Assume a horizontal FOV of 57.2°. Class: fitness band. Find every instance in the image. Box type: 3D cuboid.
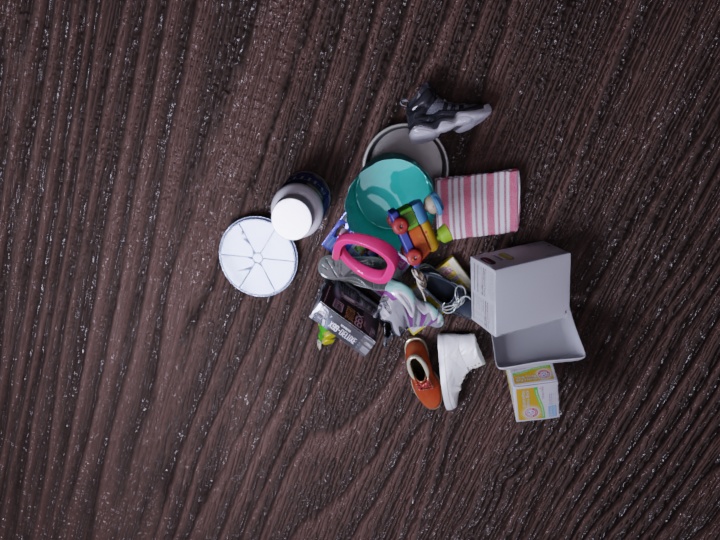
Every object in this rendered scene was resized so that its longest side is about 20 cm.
[{"bbox_3d":[0.011,-0.030,1.410,0.141,0.200,0.038,24,71,1],"label":"fitness band"}]

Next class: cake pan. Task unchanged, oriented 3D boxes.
[{"bbox_3d":[0.102,-0.232,1.495,0.194,0.037,0.206,2,110,4],"label":"cake pan"}]

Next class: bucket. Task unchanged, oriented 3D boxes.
[{"bbox_3d":[0.068,-0.153,1.434,0.201,0.135,0.213,2,111,5],"label":"bucket"}]

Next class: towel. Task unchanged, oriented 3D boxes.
[{"bbox_3d":[0.265,-0.150,1.499,0.194,0.030,0.150,-7,114,-1],"label":"towel"}]

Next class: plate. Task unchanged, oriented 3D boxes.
[{"bbox_3d":[0.400,0.153,1.525,0.195,0.202,0.033,-9,126,8],"label":"plate"}]

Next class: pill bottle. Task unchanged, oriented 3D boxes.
[{"bbox_3d":[-0.135,-0.141,1.464,0.116,0.201,0.123,2,111,4],"label":"pill bottle"}]

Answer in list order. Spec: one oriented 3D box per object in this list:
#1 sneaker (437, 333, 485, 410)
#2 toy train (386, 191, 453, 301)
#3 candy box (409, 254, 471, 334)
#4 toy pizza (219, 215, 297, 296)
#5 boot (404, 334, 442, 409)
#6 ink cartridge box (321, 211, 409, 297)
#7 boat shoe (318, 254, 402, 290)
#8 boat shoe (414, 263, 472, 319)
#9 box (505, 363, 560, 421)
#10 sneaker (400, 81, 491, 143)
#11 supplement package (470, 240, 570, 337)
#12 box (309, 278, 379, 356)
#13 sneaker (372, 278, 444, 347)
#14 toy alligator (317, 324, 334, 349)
[{"bbox_3d":[0.254,0.252,1.635,0.112,0.074,0.205,-4,108,10],"label":"sneaker"},{"bbox_3d":[0.141,-0.052,1.355,0.114,0.085,0.203,-26,107,1],"label":"toy train"},{"bbox_3d":[0.175,0.061,1.599,0.198,0.026,0.103,-37,102,16],"label":"candy box"},{"bbox_3d":[-0.246,-0.035,1.603,0.194,0.032,0.205,2,110,6],"label":"toy pizza"},{"bbox_3d":[0.154,0.273,1.636,0.073,0.108,0.204,-18,109,10],"label":"boot"},{"bbox_3d":[0.014,-0.040,1.573,0.199,0.042,0.120,38,108,-7],"label":"ink cartridge box"},{"bbox_3d":[-0.001,0.002,1.542,0.196,0.065,0.077,6,93,-4],"label":"boat shoe"},{"bbox_3d":[0.210,0.057,1.548,0.199,0.062,0.075,40,105,-13],"label":"boat shoe"},{"bbox_3d":[0.394,0.238,1.540,0.099,0.202,0.115,-8,121,8],"label":"box"},{"bbox_3d":[0.182,-0.354,1.422,0.196,0.076,0.116,-19,82,-11],"label":"sneaker"},{"bbox_3d":[0.360,0.037,1.491,0.195,0.111,0.160,-12,111,-18],"label":"supplement package"},{"bbox_3d":[-0.029,0.093,1.537,0.156,0.201,0.050,36,112,-8],"label":"box"},{"bbox_3d":[0.101,0.121,1.531,0.199,0.077,0.142,35,84,-34],"label":"sneaker"},{"bbox_3d":[-0.073,0.146,1.599,0.053,0.201,0.061,-11,68,-12],"label":"toy alligator"}]
